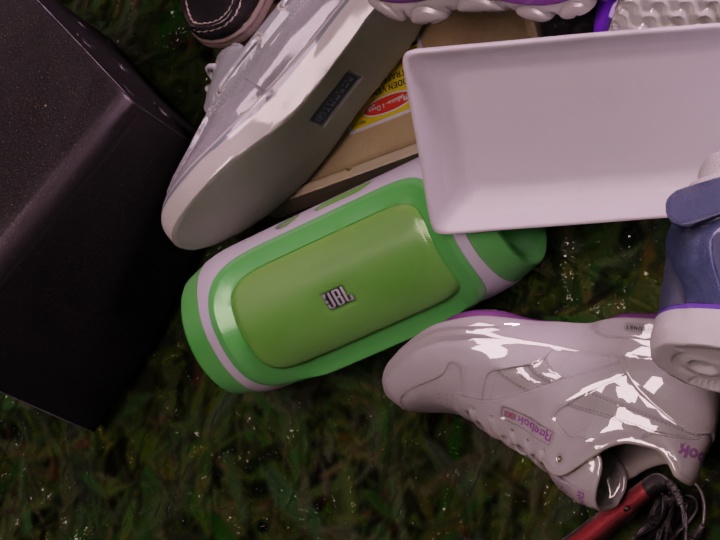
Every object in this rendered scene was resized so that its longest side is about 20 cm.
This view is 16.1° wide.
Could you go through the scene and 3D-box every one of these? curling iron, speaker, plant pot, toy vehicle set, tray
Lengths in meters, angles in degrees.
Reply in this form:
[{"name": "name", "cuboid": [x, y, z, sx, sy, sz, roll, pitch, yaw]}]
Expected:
[{"name": "curling iron", "cuboid": [0.100, 0.169, 1.347, 0.199, 0.026, 0.050, -34, 64, 24]}, {"name": "speaker", "cuboid": [0.000, 0.000, 1.398, 0.199, 0.088, 0.089, -25, 71, 27]}, {"name": "plant pot", "cuboid": [-0.197, -0.055, 1.474, 0.178, 0.199, 0.200, -47, 62, 4]}, {"name": "toy vehicle set", "cuboid": [0.016, -0.119, 1.438, 0.199, 0.026, 0.125, -18, 74, 28]}, {"name": "tray", "cuboid": [0.126, -0.075, 1.283, 0.198, 0.022, 0.108, -4, 120, 12]}]

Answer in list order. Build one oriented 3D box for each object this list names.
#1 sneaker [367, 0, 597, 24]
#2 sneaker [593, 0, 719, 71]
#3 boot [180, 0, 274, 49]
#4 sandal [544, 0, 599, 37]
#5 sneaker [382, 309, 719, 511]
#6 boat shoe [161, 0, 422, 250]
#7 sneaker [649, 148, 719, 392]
[{"name": "sneaker", "cuboid": [0.064, -0.174, 1.291, 0.199, 0.083, 0.081, -7, 58, 36]}, {"name": "sneaker", "cuboid": [0.167, -0.191, 1.324, 0.099, 0.069, 0.201, 16, 76, 57]}, {"name": "boot", "cuboid": [-0.103, -0.241, 1.444, 0.073, 0.150, 0.202, -2, 73, 33]}, {"name": "sandal", "cuboid": [0.175, -0.097, 1.328, 0.199, 0.043, 0.077, 26, 97, 31]}, {"name": "sneaker", "cuboid": [0.094, 0.073, 1.327, 0.199, 0.075, 0.100, -2, 71, 33]}, {"name": "boat shoe", "cuboid": [-0.047, -0.101, 1.423, 0.201, 0.070, 0.072, -48, 57, 11]}, {"name": "sneaker", "cuboid": [0.239, -0.011, 1.201, 0.199, 0.081, 0.147, 5, 62, 31]}]
